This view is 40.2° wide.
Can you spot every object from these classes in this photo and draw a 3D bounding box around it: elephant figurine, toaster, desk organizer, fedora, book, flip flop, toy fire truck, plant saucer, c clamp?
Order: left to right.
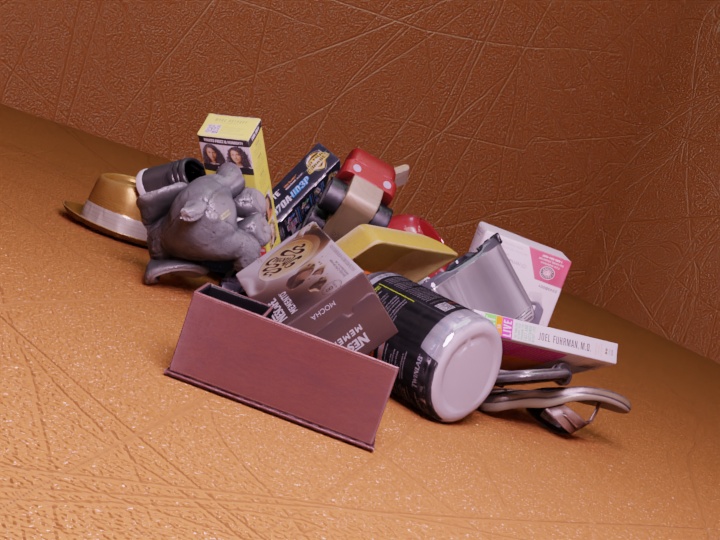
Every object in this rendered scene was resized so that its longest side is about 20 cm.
[{"bbox_3d":[-0.345,-0.096,1.486,0.197,0.083,0.201,21,7,-3],"label":"fedora"},{"bbox_3d":[-0.219,-0.039,1.219,0.197,0.143,0.156,-18,-52,29],"label":"elephant figurine"},{"bbox_3d":[-0.067,0.084,0.889,0.197,0.078,0.072,20,6,0],"label":"desk organizer"},{"bbox_3d":[0.000,0.000,1.308,0.199,0.199,0.049,7,55,-54],"label":"plant saucer"},{"bbox_3d":[0.006,-0.108,1.394,0.127,0.202,0.176,27,-36,-10],"label":"toy fire truck"},{"bbox_3d":[0.155,0.047,1.374,0.199,0.130,0.113,-31,-1,-34],"label":"toaster"},{"bbox_3d":[0.182,0.131,1.218,0.168,0.028,0.199,4,-10,-35],"label":"c clamp"},{"bbox_3d":[0.195,0.093,1.210,0.197,0.049,0.133,14,-17,-19],"label":"book"},{"bbox_3d":[0.237,0.173,1.210,0.196,0.059,0.081,1,-8,-19],"label":"flip flop"}]

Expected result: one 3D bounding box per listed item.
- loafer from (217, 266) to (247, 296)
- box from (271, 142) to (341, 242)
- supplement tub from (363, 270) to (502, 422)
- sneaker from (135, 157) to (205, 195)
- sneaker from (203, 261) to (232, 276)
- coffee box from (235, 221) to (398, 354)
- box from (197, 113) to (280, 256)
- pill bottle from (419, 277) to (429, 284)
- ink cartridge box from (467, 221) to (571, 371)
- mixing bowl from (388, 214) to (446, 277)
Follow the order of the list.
[{"bbox_3d":[-0.147,0.021,1.222,0.071,0.064,0.200,18,7,-10],"label":"loafer"},{"bbox_3d":[-0.091,-0.077,1.471,0.046,0.159,0.201,39,-15,17],"label":"box"},{"bbox_3d":[0.053,0.077,1.115,0.121,0.125,0.199,13,10,-46],"label":"supplement tub"},{"bbox_3d":[-0.232,-0.085,1.450,0.098,0.071,0.200,-18,-51,32],"label":"sneaker"},{"bbox_3d":[-0.154,-0.005,1.399,0.198,0.071,0.077,25,13,39],"label":"sneaker"},{"bbox_3d":[-0.052,0.033,1.047,0.080,0.112,0.200,58,-5,-24],"label":"coffee box"},{"bbox_3d":[-0.155,-0.103,1.272,0.074,0.202,0.051,8,44,13],"label":"box"},{"bbox_3d":[0.036,0.028,1.483,0.197,0.122,0.120,20,6,6],"label":"pill bottle"},{"bbox_3d":[0.215,0.049,1.495,0.143,0.203,0.085,19,12,-4],"label":"ink cartridge box"},{"bbox_3d":[0.083,-0.017,1.625,0.200,0.108,0.201,47,19,-22],"label":"mixing bowl"}]
